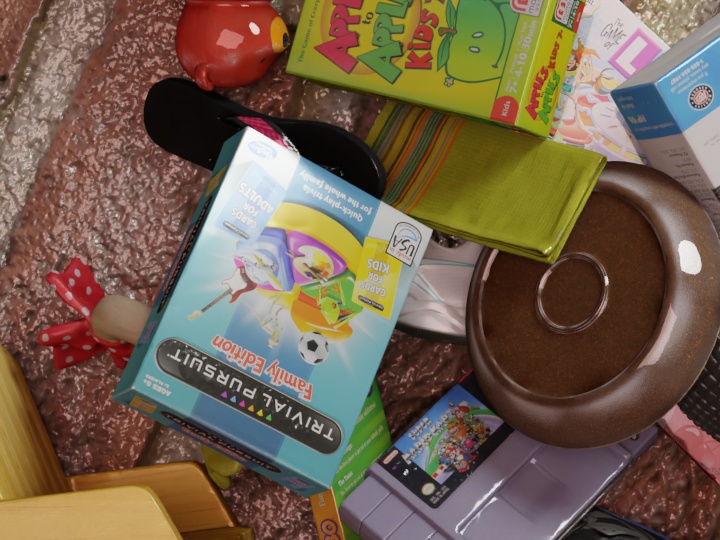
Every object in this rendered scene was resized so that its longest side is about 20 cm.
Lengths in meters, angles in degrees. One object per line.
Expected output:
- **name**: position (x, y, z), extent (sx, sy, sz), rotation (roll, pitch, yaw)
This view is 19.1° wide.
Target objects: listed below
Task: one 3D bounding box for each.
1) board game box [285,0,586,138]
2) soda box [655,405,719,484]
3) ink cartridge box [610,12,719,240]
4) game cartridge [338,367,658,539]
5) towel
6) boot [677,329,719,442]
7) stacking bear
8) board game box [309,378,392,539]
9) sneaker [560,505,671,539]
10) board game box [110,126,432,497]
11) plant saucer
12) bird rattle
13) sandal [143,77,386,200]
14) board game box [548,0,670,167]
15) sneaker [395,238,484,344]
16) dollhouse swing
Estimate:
- **board game box**: position (0.050, -0.164, 1.492), extent (0.200, 0.048, 0.102), rotation (16, 92, 34)
- **soda box**: position (0.203, 0.060, 1.500), extent (0.200, 0.070, 0.063), rotation (44, 92, 6)
- **ink cartridge box**: position (0.272, -0.068, 1.446), extent (0.116, 0.068, 0.200), rotation (-35, 101, -18)
- **game cartridge**: position (0.095, 0.137, 1.474), extent (0.130, 0.038, 0.200), rotation (40, 64, 15)
- **towel**: position (0.073, -0.066, 1.484), extent (0.200, 0.018, 0.086), rotation (19, 78, 42)
- **boot**: position (0.292, 0.074, 1.448), extent (0.200, 0.131, 0.068), rotation (43, 134, 5)
- **stacking bear**: position (-0.092, -0.229, 1.526), extent (0.114, 0.121, 0.200), rotation (3, 97, 13)
- **board game box**: position (-0.005, 0.144, 1.512), extent (0.030, 0.096, 0.200), rotation (-12, 88, 30)
- **sneaker**: position (0.140, 0.190, 1.499), extent (0.200, 0.083, 0.071), rotation (20, 96, 8)
- **board game box**: position (-0.056, 0.028, 1.429), extent (0.151, 0.047, 0.200), rotation (28, 68, -16)
- **plant saucer**: position (0.147, 0.018, 1.429), extent (0.200, 0.032, 0.200), rotation (-14, 66, 33)
- **bird rattle**: position (-0.133, 0.052, 1.506), extent (0.200, 0.163, 0.113), rotation (37, 75, -3)
- **sandal**: position (-0.076, -0.081, 1.527), extent (0.200, 0.045, 0.075), rotation (21, 114, 20)
- **board game box**: position (0.182, -0.100, 1.523), extent (0.200, 0.034, 0.134), rotation (43, 94, 6)
- **sneaker**: position (0.000, 0.000, 1.533), extent (0.200, 0.070, 0.080), rotation (10, 83, 0)
- **dollhouse swing**: position (-0.183, 0.124, 1.483), extent (0.182, 0.200, 0.176), rotation (-8, 88, 7)
